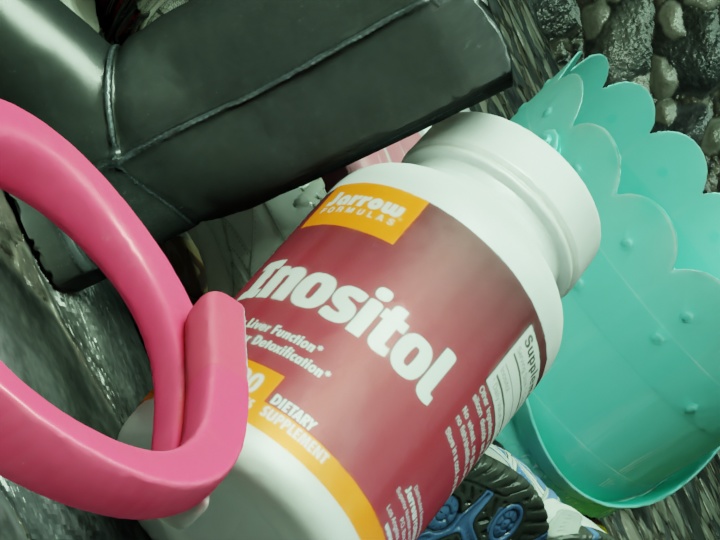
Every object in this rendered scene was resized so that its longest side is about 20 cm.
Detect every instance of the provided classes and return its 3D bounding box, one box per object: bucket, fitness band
[{"bbox_3d":[0.119,0.012,1.402,0.207,0.135,0.207,45,17,-18],"label":"bucket"},{"bbox_3d":[-0.104,0.013,0.977,0.143,0.037,0.200,35,22,-20],"label":"fitness band"}]

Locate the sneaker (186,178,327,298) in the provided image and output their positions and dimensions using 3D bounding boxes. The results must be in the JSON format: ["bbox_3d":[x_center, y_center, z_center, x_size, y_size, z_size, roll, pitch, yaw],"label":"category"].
[{"bbox_3d":[-0.025,-0.013,1.227,0.075,0.099,0.201,-5,82,-61],"label":"sneaker"}]

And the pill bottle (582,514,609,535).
[{"bbox_3d":[0.103,0.206,1.394,0.200,0.109,0.109,60,8,21],"label":"pill bottle"}]

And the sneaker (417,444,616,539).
[{"bbox_3d":[0.041,0.109,1.254,0.077,0.076,0.200,39,0,31],"label":"sneaker"}]

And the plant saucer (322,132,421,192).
[{"bbox_3d":[0.000,0.000,1.327,0.200,0.051,0.201,169,-90,-71],"label":"plant saucer"}]

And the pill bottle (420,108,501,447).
[{"bbox_3d":[0.043,0.018,1.554,0.201,0.119,0.120,64,11,-3],"label":"pill bottle"}]

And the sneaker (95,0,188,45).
[{"bbox_3d":[-0.104,-0.119,1.330,0.082,0.078,0.200,38,21,-18],"label":"sneaker"}]

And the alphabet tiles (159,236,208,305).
[{"bbox_3d":[-0.053,0.073,1.280,0.201,0.008,0.167,68,11,12],"label":"alphabet tiles"}]

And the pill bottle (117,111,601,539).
[{"bbox_3d":[0.006,0.033,1.109,0.200,0.113,0.113,-50,123,-32],"label":"pill bottle"}]

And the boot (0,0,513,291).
[{"bbox_3d":[-0.059,-0.104,1.122,0.165,0.199,0.066,63,11,-10],"label":"boot"}]

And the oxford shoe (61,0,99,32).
[{"bbox_3d":[-0.140,-0.182,1.294,0.075,0.058,0.201,54,17,-51],"label":"oxford shoe"}]
